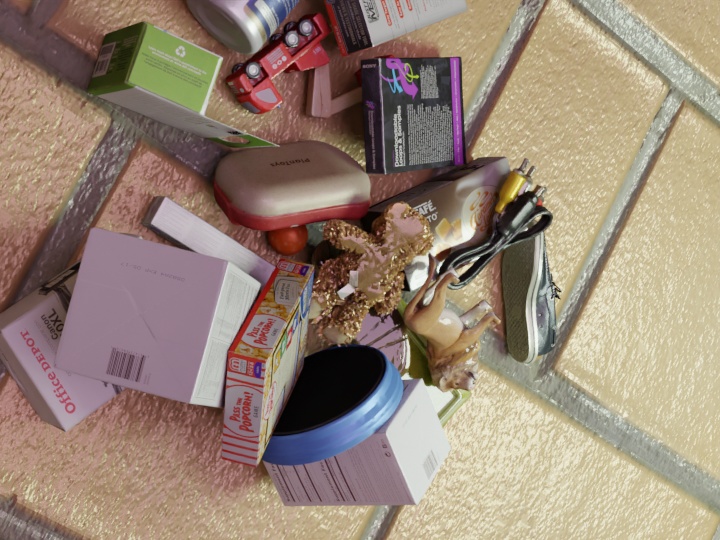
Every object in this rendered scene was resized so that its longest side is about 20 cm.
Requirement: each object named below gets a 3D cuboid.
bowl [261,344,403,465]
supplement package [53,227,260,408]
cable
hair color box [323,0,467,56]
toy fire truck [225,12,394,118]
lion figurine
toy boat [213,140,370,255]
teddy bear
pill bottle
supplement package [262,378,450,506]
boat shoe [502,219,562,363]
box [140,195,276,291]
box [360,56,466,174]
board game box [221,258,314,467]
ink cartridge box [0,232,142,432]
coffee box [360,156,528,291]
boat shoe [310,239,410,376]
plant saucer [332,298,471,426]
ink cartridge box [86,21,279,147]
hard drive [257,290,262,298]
[{"bbox_3d":[-0.047,0.156,1.666,0.200,0.200,0.040,-33,115,-21],"label":"bowl"},{"bbox_3d":[-0.211,0.056,1.487,0.151,0.200,0.152,14,85,7],"label":"supplement package"},{"bbox_3d":[0.178,-0.048,1.816,0.200,0.050,0.097,-47,132,-4],"label":"cable"},{"bbox_3d":[0.044,-0.347,1.753,0.199,0.061,0.102,-28,104,-44],"label":"hair color box"},{"bbox_3d":[-0.058,-0.244,1.750,0.200,0.049,0.141,-42,112,-18],"label":"toy fire truck"},{"bbox_3d":[0.102,0.070,1.767,0.122,0.073,0.200,-41,126,7],"label":"lion figurine"},{"bbox_3d":[-0.085,-0.078,1.725,0.199,0.131,0.132,-10,129,-26],"label":"toy boat"},{"bbox_3d":[0.000,0.000,1.702,0.144,0.067,0.201,24,96,-20],"label":"teddy bear"},{"bbox_3d":[-0.110,-0.369,1.679,0.111,0.111,0.200,44,74,-23],"label":"pill bottle"},{"bbox_3d":[-0.011,0.212,1.703,0.114,0.199,0.110,-50,125,-47],"label":"supplement package"},{"bbox_3d":[0.239,0.027,1.914,0.062,0.074,0.202,-9,103,-32],"label":"boat shoe"},{"bbox_3d":[-0.175,-0.024,1.710,0.199,0.039,0.042,32,78,-26],"label":"box"},{"bbox_3d":[0.070,-0.201,1.780,0.199,0.036,0.144,-13,102,-56],"label":"box"},{"bbox_3d":[-0.105,0.103,1.593,0.046,0.200,0.152,12,122,8],"label":"board game box"},{"bbox_3d":[-0.313,0.071,1.620,0.200,0.083,0.146,-37,110,-22],"label":"ink cartridge box"},{"bbox_3d":[0.111,-0.063,1.833,0.199,0.080,0.115,-24,104,-24],"label":"coffee box"},{"bbox_3d":[-0.001,0.049,1.774,0.074,0.066,0.201,-27,93,-16],"label":"boat shoe"},{"bbox_3d":[0.043,0.163,1.833,0.200,0.048,0.200,-45,112,-18],"label":"plant saucer"},{"bbox_3d":[-0.199,-0.211,1.624,0.199,0.148,0.076,20,83,-28],"label":"ink cartridge box"},{"bbox_3d":[-0.149,0.093,1.683,0.140,0.033,0.200,-62,148,-11],"label":"hard drive"}]
